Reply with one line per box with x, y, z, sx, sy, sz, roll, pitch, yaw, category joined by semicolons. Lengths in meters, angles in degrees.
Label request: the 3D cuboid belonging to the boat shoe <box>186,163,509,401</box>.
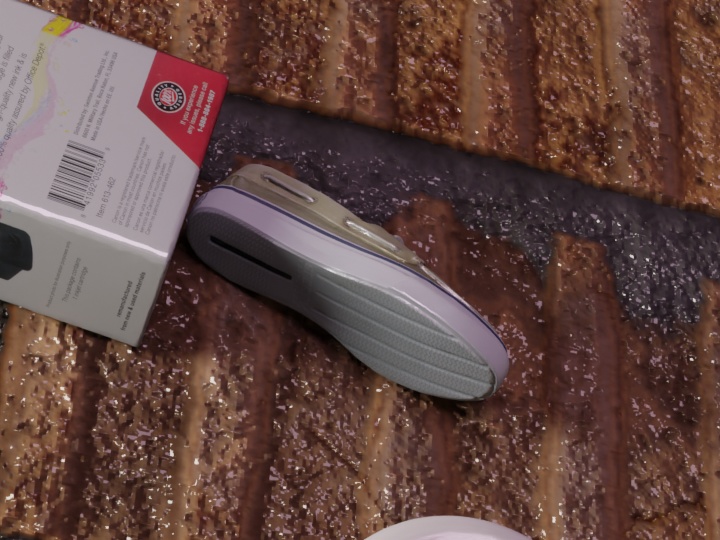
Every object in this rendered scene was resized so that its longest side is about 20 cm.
0.000;0.000;1.406;0.199;0.072;0.062;31;51;9;boat shoe

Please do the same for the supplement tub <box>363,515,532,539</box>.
0.027;0.216;1.150;0.139;0.201;0.141;7;52;-9;supplement tub

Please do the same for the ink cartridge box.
-0.188;-0.066;1.380;0.199;0.083;0.146;19;49;-5;ink cartridge box
